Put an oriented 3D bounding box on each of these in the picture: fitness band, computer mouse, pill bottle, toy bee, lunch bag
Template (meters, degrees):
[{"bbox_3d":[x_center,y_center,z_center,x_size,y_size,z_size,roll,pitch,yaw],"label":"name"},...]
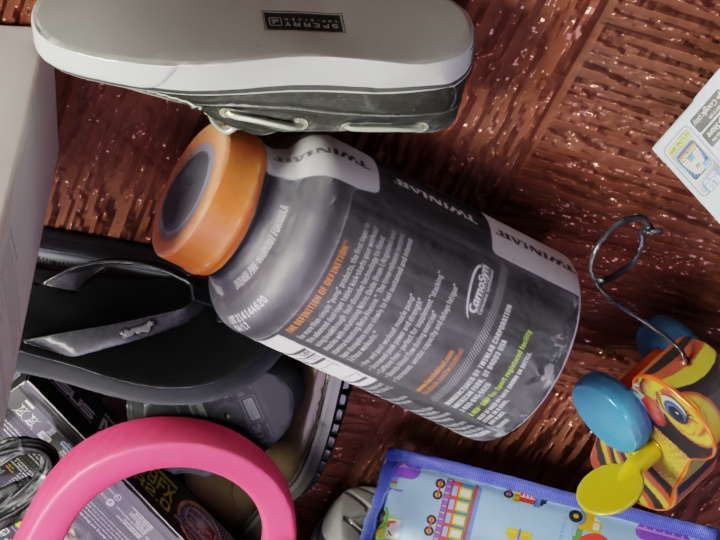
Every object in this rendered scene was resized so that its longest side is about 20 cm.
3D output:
[{"bbox_3d":[-0.113,0.164,1.106,0.143,0.037,0.200,21,113,-16],"label":"fitness band"},{"bbox_3d":[-0.124,0.088,1.100,0.200,0.034,0.059,-19,117,2],"label":"computer mouse"},{"bbox_3d":[0.000,0.000,1.037,0.200,0.106,0.106,26,132,-24],"label":"pill bottle"},{"bbox_3d":[0.161,0.077,1.097,0.131,0.109,0.200,-49,151,-2],"label":"toy bee"},{"bbox_3d":[0.077,0.191,1.182,0.200,0.151,0.094,16,170,-6],"label":"lunch bag"}]

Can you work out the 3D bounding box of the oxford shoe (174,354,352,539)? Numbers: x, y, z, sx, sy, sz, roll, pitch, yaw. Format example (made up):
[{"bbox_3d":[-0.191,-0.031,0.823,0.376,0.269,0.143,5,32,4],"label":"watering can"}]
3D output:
[{"bbox_3d":[-0.059,0.085,1.157,0.084,0.073,0.200,24,130,-10],"label":"oxford shoe"}]

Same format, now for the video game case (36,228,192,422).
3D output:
[{"bbox_3d":[-0.178,0.051,1.162,0.143,0.019,0.200,10,137,-9],"label":"video game case"}]

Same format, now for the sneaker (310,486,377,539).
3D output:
[{"bbox_3d":[0.045,0.214,1.284,0.199,0.080,0.130,20,135,-18],"label":"sneaker"}]

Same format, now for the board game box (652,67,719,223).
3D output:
[{"bbox_3d":[0.256,-0.048,0.935,0.043,0.199,0.200,-23,159,-45],"label":"board game box"}]

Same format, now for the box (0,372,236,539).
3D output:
[{"bbox_3d":[-0.166,0.161,1.169,0.160,0.044,0.200,-37,106,21],"label":"box"}]

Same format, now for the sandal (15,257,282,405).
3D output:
[{"bbox_3d":[-0.134,0.023,1.063,0.200,0.076,0.043,4,135,-2],"label":"sandal"}]

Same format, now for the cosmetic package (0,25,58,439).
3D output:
[{"bbox_3d":[-0.201,-0.019,0.955,0.107,0.200,0.085,4,135,1],"label":"cosmetic package"}]

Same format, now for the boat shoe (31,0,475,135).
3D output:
[{"bbox_3d":[-0.049,-0.090,0.969,0.200,0.071,0.064,4,136,-5],"label":"boat shoe"}]
